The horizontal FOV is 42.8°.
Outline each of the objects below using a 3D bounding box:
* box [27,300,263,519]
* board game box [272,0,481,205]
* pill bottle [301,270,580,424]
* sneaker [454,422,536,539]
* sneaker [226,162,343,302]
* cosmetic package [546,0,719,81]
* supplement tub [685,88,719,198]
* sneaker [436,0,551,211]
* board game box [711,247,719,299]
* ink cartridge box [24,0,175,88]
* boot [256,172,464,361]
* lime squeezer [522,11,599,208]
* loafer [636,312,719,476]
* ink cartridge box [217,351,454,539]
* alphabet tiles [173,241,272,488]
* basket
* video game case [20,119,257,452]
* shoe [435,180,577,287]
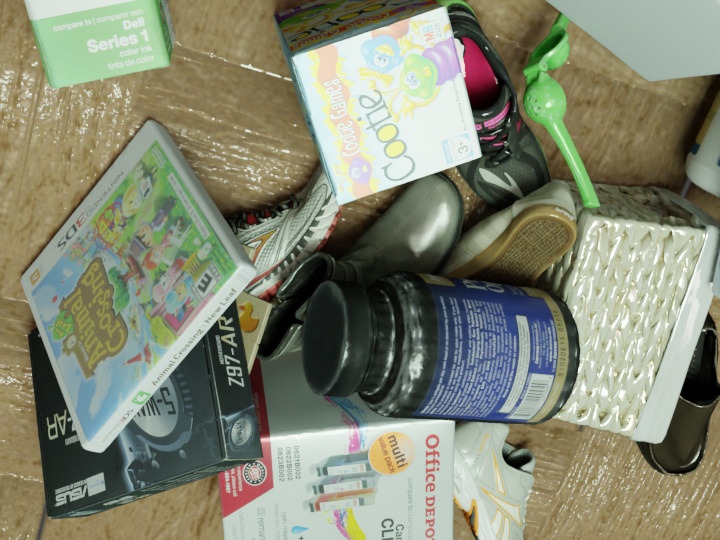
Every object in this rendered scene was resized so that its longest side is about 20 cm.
[{"bbox_3d":[-0.176,0.095,0.727,0.199,0.162,0.043,-22,160,29],"label":"box"},{"bbox_3d":[0.004,-0.139,0.667,0.102,0.200,0.106,-18,114,-1],"label":"board game box"},{"bbox_3d":[0.061,0.060,0.713,0.198,0.112,0.113,8,111,-25],"label":"pill bottle"},{"bbox_3d":[0.144,0.226,0.908,0.092,0.076,0.201,-29,114,-2],"label":"sneaker"},{"bbox_3d":[-0.085,-0.021,0.768,0.082,0.078,0.200,42,93,-9],"label":"sneaker"},{"bbox_3d":[0.242,-0.267,0.648,0.166,0.167,0.201,31,87,-20],"label":"cosmetic package"},{"bbox_3d":[0.374,-0.142,0.755,0.144,0.145,0.201,16,109,-15],"label":"supplement tub"},{"bbox_3d":[0.098,-0.121,0.749,0.076,0.084,0.201,-28,114,13],"label":"sneaker"},{"bbox_3d":[0.379,-0.069,0.684,0.198,0.041,0.201,-1,112,-8],"label":"board game box"},{"bbox_3d":[-0.190,-0.241,0.624,0.083,0.145,0.202,-12,113,-5],"label":"ink cartridge box"},{"bbox_3d":[0.000,0.000,0.756,0.068,0.130,0.200,43,104,22],"label":"boot"},{"bbox_3d":[0.162,-0.154,0.722,0.070,0.038,0.202,5,79,-14],"label":"lime squeezer"},{"bbox_3d":[0.310,0.122,0.891,0.072,0.071,0.202,-10,113,-5],"label":"loafer"},{"bbox_3d":[-0.025,0.164,0.815,0.198,0.145,0.147,-5,112,-8],"label":"ink cartridge box"},{"bbox_3d":[-0.152,0.062,0.746,0.006,0.166,0.202,13,97,-55],"label":"alphabet tiles"},{"bbox_3d":[0.213,0.029,0.805,0.122,0.136,0.202,8,109,-10],"label":"basket"},{"bbox_3d":[-0.180,0.004,0.704,0.182,0.200,0.022,-48,139,11],"label":"video game case"},{"bbox_3d":[0.116,-0.006,0.793,0.070,0.054,0.200,27,137,-19],"label":"shoe"}]
